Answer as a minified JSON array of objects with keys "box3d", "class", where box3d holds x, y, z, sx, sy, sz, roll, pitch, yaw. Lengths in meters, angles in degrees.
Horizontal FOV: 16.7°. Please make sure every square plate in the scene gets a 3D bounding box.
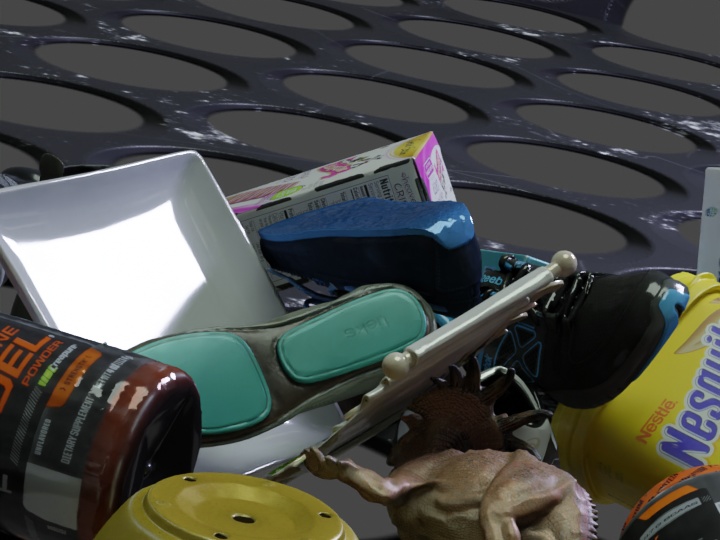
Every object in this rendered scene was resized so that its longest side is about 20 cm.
[{"box3d":[-0.112,0.033,1.372,0.200,0.028,0.198,-17,76,-54],"class":"square plate"}]

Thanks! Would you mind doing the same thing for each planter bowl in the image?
[{"box3d":[-0.059,0.145,1.105,0.200,0.084,0.200,10,15,-3],"class":"planter bowl"}]

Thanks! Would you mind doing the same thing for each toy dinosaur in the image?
[{"box3d":[0.066,0.112,1.206,0.135,0.086,0.200,-31,43,-32],"class":"toy dinosaur"}]

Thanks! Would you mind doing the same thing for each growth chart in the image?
[{"box3d":[0.027,0.058,1.287,0.145,0.200,0.018,-29,80,-36],"class":"growth chart"}]

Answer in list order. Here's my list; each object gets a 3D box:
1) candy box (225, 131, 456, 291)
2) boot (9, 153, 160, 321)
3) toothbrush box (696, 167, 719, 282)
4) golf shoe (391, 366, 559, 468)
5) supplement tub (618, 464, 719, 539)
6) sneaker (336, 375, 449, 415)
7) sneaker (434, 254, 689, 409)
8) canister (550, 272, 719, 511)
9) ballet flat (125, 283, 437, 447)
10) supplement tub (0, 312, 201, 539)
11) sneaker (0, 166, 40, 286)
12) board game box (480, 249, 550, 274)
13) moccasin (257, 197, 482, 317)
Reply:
[{"box3d":[-0.042,-0.028,1.610,0.200,0.061,0.136,-17,8,9],"class":"candy box"},{"box3d":[-0.118,0.001,1.482,0.200,0.139,0.077,-2,18,-46],"class":"boot"},{"box3d":[0.301,0.012,1.501,0.086,0.146,0.200,6,-2,-35],"class":"toothbrush box"},{"box3d":[0.073,0.092,1.373,0.078,0.095,0.200,5,15,-17],"class":"golf shoe"},{"box3d":[0.179,0.167,1.116,0.122,0.123,0.200,9,14,-6],"class":"supplement tub"},{"box3d":[0.020,0.045,1.537,0.070,0.076,0.200,15,16,15],"class":"sneaker"},{"box3d":[0.104,0.031,1.362,0.082,0.073,0.200,44,-29,-13],"class":"sneaker"},{"box3d":[0.229,0.098,1.382,0.200,0.087,0.149,26,61,37],"class":"canister"},{"box3d":[-0.053,0.060,1.326,0.200,0.067,0.064,-15,-19,-19],"class":"ballet flat"},{"box3d":[-0.188,0.074,1.231,0.200,0.107,0.107,15,16,17],"class":"supplement tub"},{"box3d":[-0.235,-0.030,1.631,0.114,0.076,0.200,1,15,-23],"class":"sneaker"},{"box3d":[0.120,0.027,1.576,0.151,0.047,0.200,19,-4,-23],"class":"board game box"},{"box3d":[0.000,0.000,1.417,0.080,0.068,0.200,-22,13,-23],"class":"moccasin"}]
